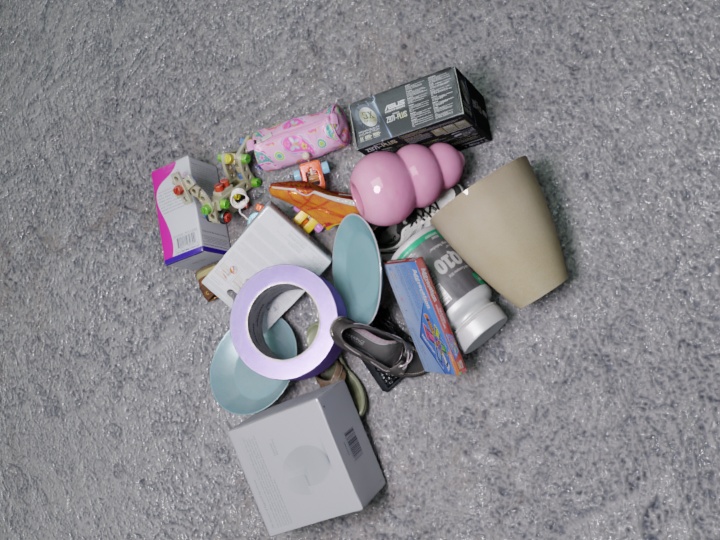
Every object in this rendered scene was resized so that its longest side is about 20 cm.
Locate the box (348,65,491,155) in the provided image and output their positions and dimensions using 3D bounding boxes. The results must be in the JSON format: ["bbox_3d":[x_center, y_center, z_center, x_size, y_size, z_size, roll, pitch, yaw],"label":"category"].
[{"bbox_3d":[0.106,-0.255,1.369,0.198,0.163,0.087,-15,77,25],"label":"box"}]

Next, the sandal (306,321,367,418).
[{"bbox_3d":[-0.057,0.188,1.452,0.079,0.057,0.203,-35,69,19],"label":"sandal"}]

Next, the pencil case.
[{"bbox_3d":[-0.118,-0.254,1.527,0.198,0.087,0.089,-12,78,24],"label":"pencil case"}]

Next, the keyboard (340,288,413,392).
[{"bbox_3d":[0.021,0.112,1.434,0.104,0.040,0.201,-43,68,16],"label":"keyboard"}]

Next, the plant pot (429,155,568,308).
[{"bbox_3d":[0.243,-0.048,1.279,0.186,0.187,0.201,-35,83,18],"label":"plant pot"}]

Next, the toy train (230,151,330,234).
[{"bbox_3d":[-0.140,-0.132,1.516,0.197,0.056,0.152,-19,97,4],"label":"toy train"}]

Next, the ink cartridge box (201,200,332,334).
[{"bbox_3d":[-0.175,-0.004,1.493,0.160,0.047,0.200,41,104,-12],"label":"ink cartridge box"}]

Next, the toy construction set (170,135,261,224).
[{"bbox_3d":[-0.272,-0.170,1.548,0.091,0.199,0.133,19,128,38],"label":"toy construction set"}]

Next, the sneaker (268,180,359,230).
[{"bbox_3d":[-0.076,-0.116,1.456,0.197,0.073,0.078,17,108,1],"label":"sneaker"}]

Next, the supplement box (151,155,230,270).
[{"bbox_3d":[-0.344,-0.115,1.612,0.100,0.103,0.203,-17,77,24],"label":"supplement box"}]

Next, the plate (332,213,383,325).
[{"bbox_3d":[0.000,0.000,1.399,0.200,0.025,0.203,20,112,62],"label":"plate"}]

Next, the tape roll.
[{"bbox_3d":[-0.126,0.094,1.412,0.197,0.085,0.203,-2,82,12],"label":"tape roll"}]

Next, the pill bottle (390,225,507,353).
[{"bbox_3d":[0.149,0.033,1.335,0.113,0.113,0.201,-43,71,15],"label":"pill bottle"}]

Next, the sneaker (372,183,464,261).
[{"bbox_3d":[0.098,-0.085,1.394,0.199,0.087,0.076,-38,67,16],"label":"sneaker"}]

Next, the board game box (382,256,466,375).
[{"bbox_3d":[0.105,0.076,1.306,0.103,0.019,0.202,-4,110,61],"label":"board game box"}]

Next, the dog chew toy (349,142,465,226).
[{"bbox_3d":[0.084,-0.155,1.335,0.198,0.125,0.126,-22,71,-11],"label":"dog chew toy"}]

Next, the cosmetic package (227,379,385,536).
[{"bbox_3d":[-0.093,0.328,1.390,0.198,0.123,0.202,-23,89,23],"label":"cosmetic package"}]

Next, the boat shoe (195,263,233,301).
[{"bbox_3d":[-0.238,0.007,1.564,0.198,0.072,0.069,-20,80,29],"label":"boat shoe"}]

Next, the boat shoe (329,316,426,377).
[{"bbox_3d":[0.038,0.137,1.346,0.198,0.057,0.068,25,90,-17],"label":"boat shoe"}]

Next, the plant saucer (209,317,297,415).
[{"bbox_3d":[-0.197,0.182,1.517,0.199,0.039,0.204,-14,60,25],"label":"plant saucer"}]
